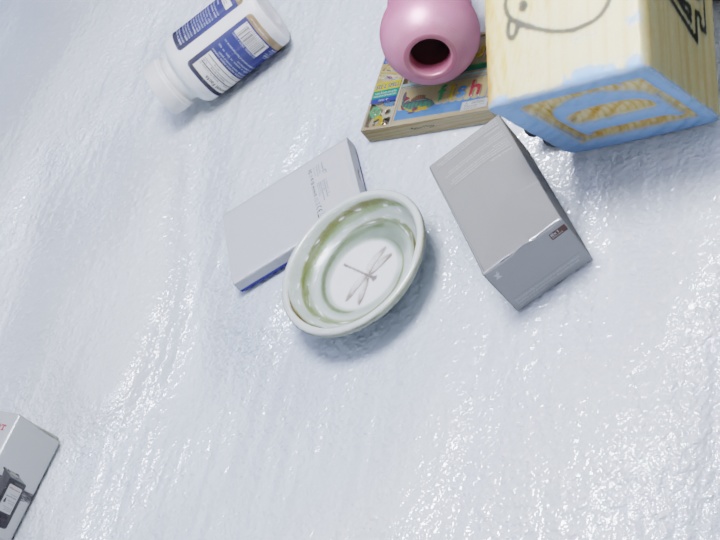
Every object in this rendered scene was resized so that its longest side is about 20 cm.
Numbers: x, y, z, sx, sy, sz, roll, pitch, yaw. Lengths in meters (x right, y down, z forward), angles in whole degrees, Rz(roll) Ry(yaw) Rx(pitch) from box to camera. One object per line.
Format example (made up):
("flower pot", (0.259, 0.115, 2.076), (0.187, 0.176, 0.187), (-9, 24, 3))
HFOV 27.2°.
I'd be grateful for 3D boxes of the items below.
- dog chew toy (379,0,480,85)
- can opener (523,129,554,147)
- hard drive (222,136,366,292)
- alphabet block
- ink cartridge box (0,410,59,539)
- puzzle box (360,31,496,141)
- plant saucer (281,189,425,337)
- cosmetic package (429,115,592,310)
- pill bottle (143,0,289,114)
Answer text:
("dog chew toy", (0.086, -0.321, 1.847), (0.124, 0.125, 0.201), (-25, 36, 22))
("can opener", (0.234, -0.231, 1.746), (0.066, 0.052, 0.201), (-47, 22, 58))
("hard drive", (-0.084, -0.072, 1.891), (0.199, 0.025, 0.132), (-31, 43, 17))
("alphabet block", (0.257, -0.259, 1.586), (0.194, 0.196, 0.202), (-11, 73, 32))
("ink cartridge box", (-0.496, 0.280, 1.910), (0.145, 0.083, 0.201), (3, 60, 41))
("puzzle box", (0.101, -0.234, 1.868), (0.199, 0.025, 0.134), (-6, 54, 37))
("plant saucer", (0.000, 0.000, 1.745), (0.199, 0.050, 0.201), (-22, 46, 25))
("cosmetic package", (0.163, -0.065, 1.638), (0.107, 0.090, 0.201), (-34, 45, 13))
("pill bottle", (-0.208, -0.315, 2.125), (0.199, 0.111, 0.111), (-35, 42, 12))
